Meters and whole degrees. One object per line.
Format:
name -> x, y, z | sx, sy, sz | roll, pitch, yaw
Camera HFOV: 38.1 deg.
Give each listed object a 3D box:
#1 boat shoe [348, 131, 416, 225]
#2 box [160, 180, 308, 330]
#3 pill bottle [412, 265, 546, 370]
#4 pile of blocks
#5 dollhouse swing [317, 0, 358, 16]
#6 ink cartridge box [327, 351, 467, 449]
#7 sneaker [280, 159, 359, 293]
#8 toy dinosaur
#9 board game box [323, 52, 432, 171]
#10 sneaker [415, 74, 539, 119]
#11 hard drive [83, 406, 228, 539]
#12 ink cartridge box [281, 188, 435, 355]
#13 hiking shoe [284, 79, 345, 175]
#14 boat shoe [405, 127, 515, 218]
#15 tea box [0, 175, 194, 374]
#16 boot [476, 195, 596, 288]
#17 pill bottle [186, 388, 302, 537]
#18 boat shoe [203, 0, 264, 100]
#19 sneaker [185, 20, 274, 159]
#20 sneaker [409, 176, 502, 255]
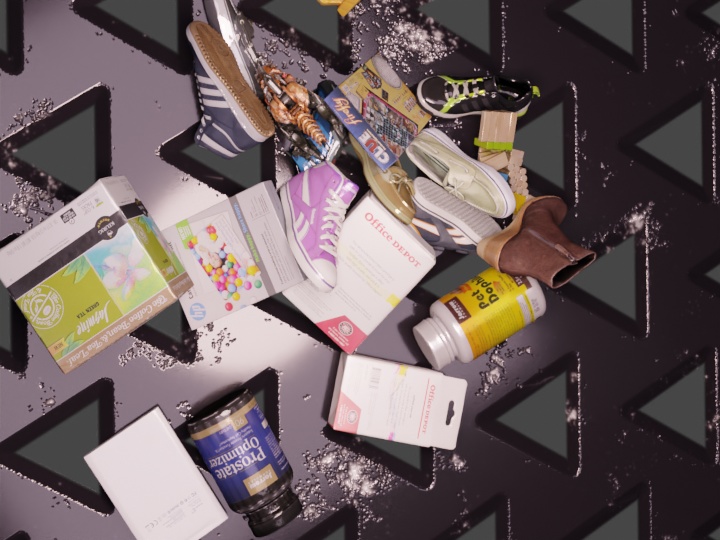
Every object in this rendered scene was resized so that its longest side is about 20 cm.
boat shoe -> 0.043, -0.157, 1.574 | 0.063, 0.202, 0.073 | -36, 140, 17
box -> -0.192, -0.022, 1.545 | 0.198, 0.041, 0.158 | -22, 91, 18
pill bottle -> 0.184, 0.071, 1.631 | 0.198, 0.109, 0.110 | -31, 96, -10
pile of blocks -> 0.220, -0.164, 1.654 | 0.081, 0.062, 0.203 | -23, 111, -13
dollhouse swing -> -0.025, -0.526, 1.557 | 0.182, 0.176, 0.200 | -45, 99, -8
ink cartridge box -> 0.058, 0.205, 1.627 | 0.197, 0.067, 0.119 | 13, 88, -9
sneaker -> -0.047, -0.074, 1.497 | 0.113, 0.072, 0.203 | -30, 58, 20
toy dinosaur -> -0.097, -0.229, 1.504 | 0.101, 0.202, 0.136 | -28, 135, 21
board game box -> 0.030, -0.242, 1.566 | 0.034, 0.200, 0.136 | -37, 98, 30
sneaker -> 0.185, -0.287, 1.637 | 0.196, 0.083, 0.073 | 0, 67, -16
hard drive -> -0.308, 0.327, 1.575 | 0.131, 0.025, 0.202 | -33, 96, -10
ink cartridge box -> 0.000, 0.000, 1.578 | 0.145, 0.084, 0.200 | 42, 102, -7
hiking shoe -> -0.071, -0.194, 1.596 | 0.085, 0.074, 0.204 | 3, 89, -14
boat shoe -> 0.151, -0.143, 1.610 | 0.199, 0.073, 0.062 | 40, 51, 22
tea box -> -0.378, 0.003, 1.485 | 0.199, 0.134, 0.198 | -34, 96, 6
boot -> 0.293, -0.040, 1.581 | 0.199, 0.165, 0.073 | -30, 125, -31
pill bottle -> -0.168, 0.289, 1.559 | 0.111, 0.112, 0.202 | -29, 95, -10
boat shoe -> -0.187, -0.352, 1.583 | 0.056, 0.068, 0.203 | -21, 100, -18
sneaker -> -0.221, -0.261, 1.548 | 0.108, 0.070, 0.202 | -30, 95, 35
sneaker -> 0.140, -0.071, 1.643 | 0.198, 0.079, 0.079 | 30, 128, -23
